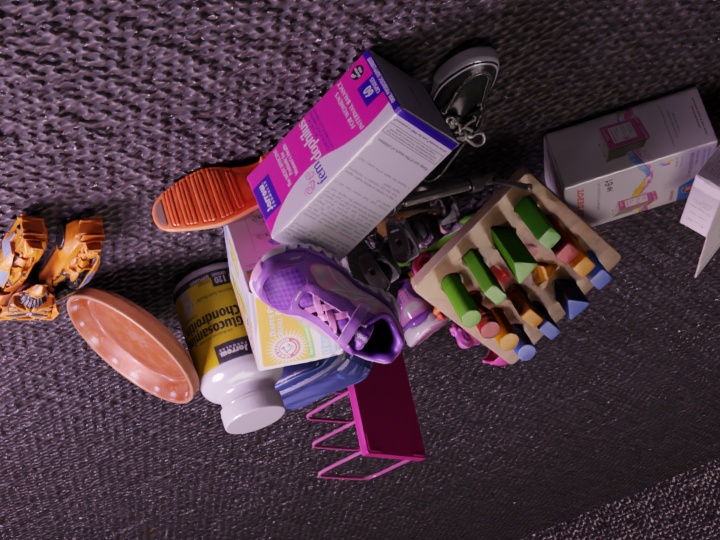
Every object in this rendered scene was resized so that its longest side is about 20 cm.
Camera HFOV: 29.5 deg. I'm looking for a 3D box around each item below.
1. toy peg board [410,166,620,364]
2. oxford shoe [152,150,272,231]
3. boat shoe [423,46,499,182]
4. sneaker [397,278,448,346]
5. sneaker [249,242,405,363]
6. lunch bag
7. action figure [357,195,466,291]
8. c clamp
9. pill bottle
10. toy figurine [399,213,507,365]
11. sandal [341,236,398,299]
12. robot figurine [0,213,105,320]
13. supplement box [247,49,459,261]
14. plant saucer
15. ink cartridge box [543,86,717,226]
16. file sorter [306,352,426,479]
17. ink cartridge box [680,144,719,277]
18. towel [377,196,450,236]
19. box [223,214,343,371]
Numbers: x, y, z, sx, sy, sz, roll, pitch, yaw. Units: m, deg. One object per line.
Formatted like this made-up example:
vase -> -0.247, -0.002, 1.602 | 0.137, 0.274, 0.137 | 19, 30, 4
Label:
toy peg board -> 0.204, 0.019, 1.659 | 0.200, 0.098, 0.198 | -45, 123, 13
oxford shoe -> -0.137, -0.080, 1.553 | 0.197, 0.072, 0.073 | -16, 160, -2
boat shoe -> 0.103, -0.168, 1.513 | 0.073, 0.069, 0.200 | -2, 152, -29
sneaker -> 0.084, 0.050, 1.948 | 0.080, 0.089, 0.200 | -37, 175, 6
sneaker -> -0.025, 0.042, 1.439 | 0.199, 0.089, 0.081 | 27, 109, -33
lunch bag -> -0.098, 0.104, 1.884 | 0.198, 0.138, 0.132 | -27, 153, 26
action figure -> 0.059, -0.043, 1.654 | 0.129, 0.070, 0.200 | -32, -176, 22
c clamp -> 0.074, -0.094, 1.606 | 0.198, 0.028, 0.170 | -14, -166, -27
pill bottle -> -0.163, 0.100, 1.749 | 0.111, 0.202, 0.112 | -18, 158, -8
toy figurine -> 0.152, 0.039, 1.816 | 0.198, 0.186, 0.150 | -8, 154, -31
sandal -> 0.000, 0.000, 1.759 | 0.044, 0.076, 0.200 | 9, 159, 22
robot figurine -> -0.375, 0.001, 1.590 | 0.143, 0.059, 0.200 | 1, 150, -30
supplement box -> -0.011, -0.115, 1.444 | 0.103, 0.102, 0.200 | 25, 118, -43
plant saucer -> -0.284, 0.091, 1.728 | 0.032, 0.199, 0.201 | -54, 171, -27
ink cartridge box -> 0.334, -0.134, 1.709 | 0.197, 0.086, 0.145 | -16, 156, 3
file sorter -> -0.008, 0.207, 2.086 | 0.125, 0.203, 0.138 | -29, 153, 35
ink cartridge box -> 0.468, -0.115, 1.716 | 0.200, 0.044, 0.177 | -47, 157, -28
towel -> 0.006, -0.048, 1.768 | 0.197, 0.022, 0.147 | -6, 154, -22
box -> -0.092, 0.007, 1.572 | 0.100, 0.201, 0.114 | -11, 124, -10
